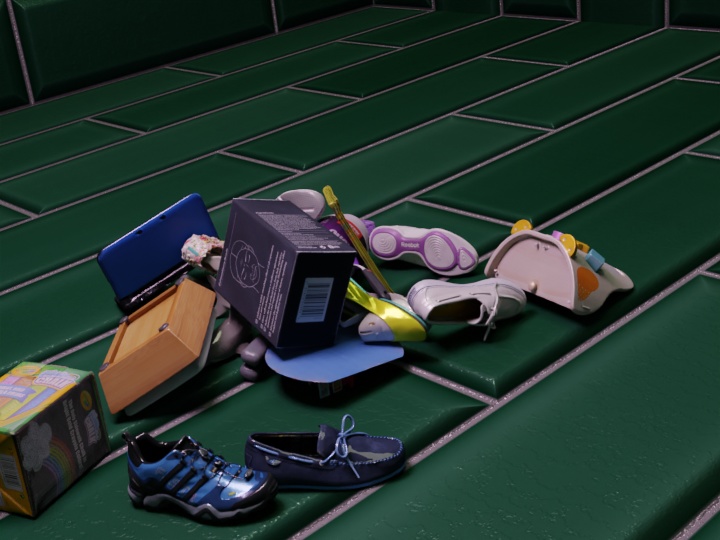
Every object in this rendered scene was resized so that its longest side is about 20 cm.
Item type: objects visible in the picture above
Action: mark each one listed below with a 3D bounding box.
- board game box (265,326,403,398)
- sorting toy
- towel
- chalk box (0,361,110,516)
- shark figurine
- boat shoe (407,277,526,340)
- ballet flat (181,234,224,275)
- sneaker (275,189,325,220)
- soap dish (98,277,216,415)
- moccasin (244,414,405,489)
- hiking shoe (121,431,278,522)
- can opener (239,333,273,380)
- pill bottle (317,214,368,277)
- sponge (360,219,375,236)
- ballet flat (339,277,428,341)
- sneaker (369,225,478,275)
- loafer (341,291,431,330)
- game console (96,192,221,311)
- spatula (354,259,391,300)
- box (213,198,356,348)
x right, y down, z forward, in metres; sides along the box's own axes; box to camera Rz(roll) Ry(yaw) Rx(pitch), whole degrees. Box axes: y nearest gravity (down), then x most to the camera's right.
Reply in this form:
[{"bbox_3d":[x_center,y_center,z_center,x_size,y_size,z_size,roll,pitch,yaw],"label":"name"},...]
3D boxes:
[{"bbox_3d":[-0.038,0.134,1.547,0.198,0.039,0.157,-16,23,-36],"label":"board game box"},{"bbox_3d":[0.331,-0.003,1.689,0.178,0.108,0.199,9,10,-38],"label":"sorting toy"},{"bbox_3d":[-0.001,-0.045,1.752,0.018,0.201,0.086,-30,24,4],"label":"towel"},{"bbox_3d":[-0.413,0.201,1.394,0.122,0.126,0.200,5,25,25],"label":"chalk box"},{"bbox_3d":[-0.202,0.068,1.687,0.126,0.091,0.215,-5,25,2],"label":"shark figurine"},{"bbox_3d":[0.172,0.058,1.588,0.200,0.075,0.086,5,30,-30],"label":"boat shoe"},{"bbox_3d":[-0.211,-0.007,1.816,0.198,0.076,0.064,14,15,-41],"label":"ballet flat"},{"bbox_3d":[-0.127,-0.090,1.874,0.199,0.071,0.080,-28,-4,38],"label":"sneaker"},{"bbox_3d":[-0.291,0.105,1.562,0.156,0.082,0.201,-33,20,13],"label":"soap dish"},{"bbox_3d":[-0.044,0.222,1.305,0.197,0.069,0.081,-7,23,-2],"label":"moccasin"},{"bbox_3d":[-0.194,0.241,1.282,0.197,0.088,0.075,0,24,17],"label":"hiking shoe"},{"bbox_3d":[-0.137,0.093,1.639,0.066,0.054,0.200,18,32,18],"label":"can opener"},{"bbox_3d":[-0.056,-0.023,1.814,0.111,0.114,0.200,3,26,22],"label":"pill bottle"},{"bbox_3d":[-0.079,-0.051,1.965,0.198,0.030,0.111,-19,14,-26],"label":"sponge"},{"bbox_3d":[0.008,0.065,1.578,0.199,0.067,0.067,32,63,32],"label":"ballet flat"},{"bbox_3d":[0.118,-0.044,1.861,0.198,0.076,0.099,15,13,27],"label":"sneaker"},{"bbox_3d":[0.016,0.069,1.653,0.198,0.070,0.070,12,50,34],"label":"loafer"},{"bbox_3d":[-0.344,-0.035,1.819,0.199,0.119,0.170,-33,15,-15],"label":"game console"},{"bbox_3d":[0.000,0.000,1.674,0.056,0.021,0.200,19,14,-32],"label":"spatula"},{"bbox_3d":[-0.113,0.001,1.577,0.106,0.150,0.200,-1,26,-37],"label":"box"}]
